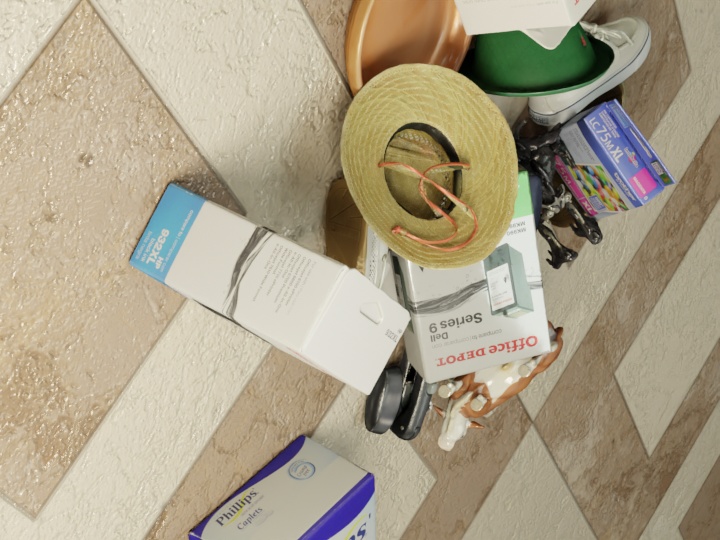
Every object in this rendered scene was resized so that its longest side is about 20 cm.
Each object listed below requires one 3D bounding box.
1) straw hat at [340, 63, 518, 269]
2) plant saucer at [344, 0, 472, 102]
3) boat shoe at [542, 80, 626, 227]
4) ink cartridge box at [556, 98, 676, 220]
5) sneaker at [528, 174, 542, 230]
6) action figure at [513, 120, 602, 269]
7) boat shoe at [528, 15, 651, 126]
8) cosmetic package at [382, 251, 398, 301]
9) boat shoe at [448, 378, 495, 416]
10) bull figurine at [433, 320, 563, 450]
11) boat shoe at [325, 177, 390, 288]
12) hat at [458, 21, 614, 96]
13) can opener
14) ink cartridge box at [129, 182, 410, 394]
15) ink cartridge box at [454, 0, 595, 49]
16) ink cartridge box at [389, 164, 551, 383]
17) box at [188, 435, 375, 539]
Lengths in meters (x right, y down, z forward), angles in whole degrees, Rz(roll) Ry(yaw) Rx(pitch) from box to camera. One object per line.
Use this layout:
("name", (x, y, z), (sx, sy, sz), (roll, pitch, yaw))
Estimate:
("straw hat", (0.052, -0.090, 1.550), (0.201, 0.201, 0.085), (-49, -173, -25))
("plant saucer", (0.046, -0.239, 1.562), (0.200, 0.037, 0.202), (-36, 139, -40))
("boat shoe", (0.277, -0.147, 1.957), (0.065, 0.072, 0.202), (-37, 147, -62))
("ink cartridge box", (0.276, -0.123, 1.828), (0.042, 0.120, 0.200), (-36, -176, -14))
("sneaker", (0.152, -0.037, 1.783), (0.201, 0.081, 0.074), (105, 3, -55))
("action figure", (0.197, -0.095, 1.845), (0.119, 0.102, 0.201), (-46, 125, -15))
("boat shoe", (0.263, -0.257, 1.865), (0.201, 0.074, 0.087), (-37, 137, -24))
("cosmetic package", (0.079, -0.034, 1.748), (0.082, 0.050, 0.202), (16, 98, -59))
("boat shoe", (0.134, 0.119, 1.932), (0.066, 0.072, 0.200), (-57, 155, -12))
("bull figurine", (0.150, 0.126, 1.838), (0.200, 0.065, 0.121), (-44, 170, 7))
("boat shoe", (0.000, 0.000, 1.628), (0.069, 0.070, 0.202), (-18, 125, -49))
("hat", (0.165, -0.293, 1.627), (0.164, 0.200, 0.178), (-14, 118, -13))
("can opener", (0.068, 0.096, 1.812), (0.078, 0.063, 0.202), (9, 104, -62))
("ink cartridge box", (-0.077, 0.016, 1.392), (0.084, 0.199, 0.145), (-61, 149, -6))
("ink cartridge box", (0.152, -0.319, 1.512), (0.129, 0.124, 0.201), (-48, 126, -39))
("ink cartridge box", (0.111, -0.001, 1.669), (0.144, 0.084, 0.202), (-13, 107, -9))
("box", (-0.077, 0.315, 1.703), (0.184, 0.104, 0.202), (-39, 140, -38))
